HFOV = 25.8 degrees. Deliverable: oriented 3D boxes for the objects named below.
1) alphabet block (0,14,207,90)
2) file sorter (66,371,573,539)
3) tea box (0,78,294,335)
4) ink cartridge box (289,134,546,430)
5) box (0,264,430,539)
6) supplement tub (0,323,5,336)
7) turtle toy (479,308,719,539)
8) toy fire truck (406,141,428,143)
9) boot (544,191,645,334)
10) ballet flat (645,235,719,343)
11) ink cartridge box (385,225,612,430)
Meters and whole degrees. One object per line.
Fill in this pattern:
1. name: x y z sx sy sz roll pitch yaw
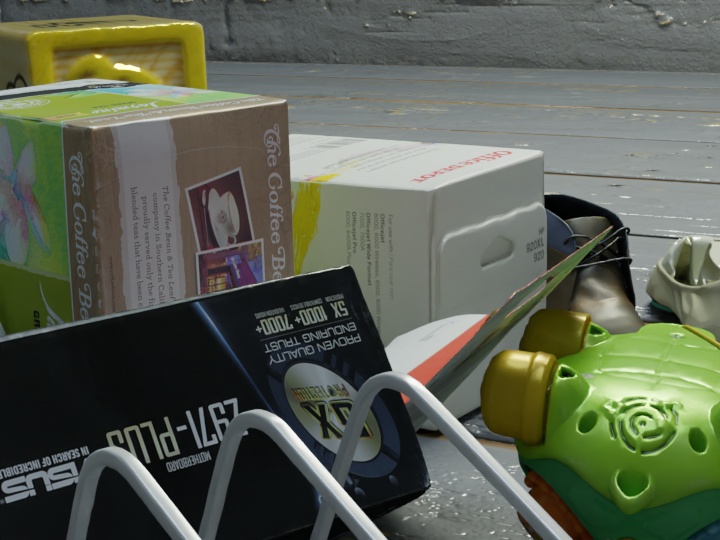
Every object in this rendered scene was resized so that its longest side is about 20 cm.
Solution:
1. alphabet block: -0.284 -0.169 1.681 0.194 0.198 0.199 -10 16 -26
2. file sorter: -0.046 0.124 0.396 0.198 0.126 0.139 -12 42 -37
3. tea box: -0.142 0.005 0.867 0.133 0.203 0.195 -13 16 -42
4. ink cartridge box: 0.000 0.000 0.991 0.198 0.147 0.147 6 16 33
5. box: -0.099 0.086 0.570 0.162 0.087 0.200 -11 -16 -38
6. supplement tub: -0.262 0.074 0.741 0.130 0.134 0.200 1 13 13
7. turtle toy: 0.137 0.079 0.720 0.144 0.103 0.200 8 14 17
8. toy fire truck: -0.032 -0.045 1.308 0.197 0.131 0.176 10 14 5
9. boot: 0.147 0.010 1.032 0.074 0.098 0.200 -5 13 -15
10. ballet flat: 0.244 0.008 1.101 0.068 0.071 0.200 -2 12 -2
11. ink cartridge box: 0.015 0.049 0.721 0.057 0.201 0.162 41 25 10
